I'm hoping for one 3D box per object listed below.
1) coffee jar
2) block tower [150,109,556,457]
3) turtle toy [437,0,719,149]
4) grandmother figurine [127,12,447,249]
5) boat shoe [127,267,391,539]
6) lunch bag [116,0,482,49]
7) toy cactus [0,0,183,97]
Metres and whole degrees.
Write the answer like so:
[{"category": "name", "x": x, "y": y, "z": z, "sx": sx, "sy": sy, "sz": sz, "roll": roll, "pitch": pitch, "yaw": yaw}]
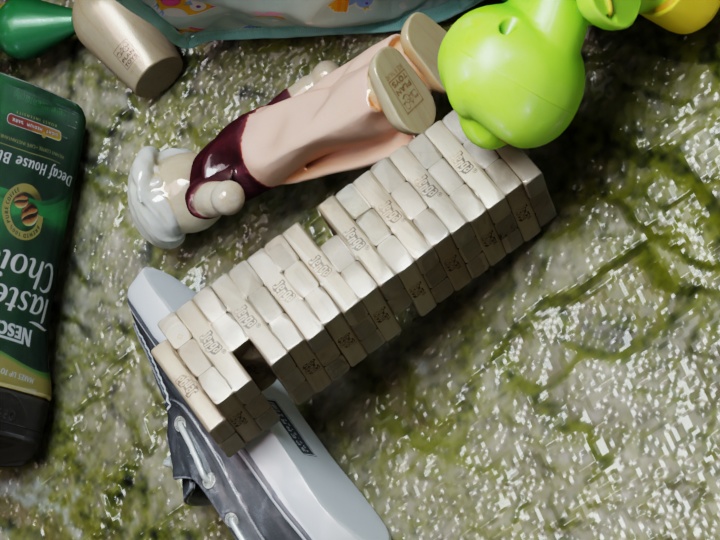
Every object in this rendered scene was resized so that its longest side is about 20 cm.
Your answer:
[{"category": "coffee jar", "x": -0.206, "y": 0.001, "z": 1.232, "sx": 0.085, "sy": 0.104, "sz": 0.202, "roll": -2, "pitch": 77, "yaw": 37}, {"category": "block tower", "x": 0.000, "y": 0.000, "z": 1.076, "sx": 0.200, "sy": 0.054, "sz": 0.058, "roll": -38, "pitch": 63, "yaw": -4}, {"category": "turtle toy", "x": 0.084, "y": -0.151, "z": 1.042, "sx": 0.101, "sy": 0.145, "sz": 0.202, "roll": -14, "pitch": 61, "yaw": 45}, {"category": "grandmother figurine", "x": -0.044, "y": -0.058, "z": 1.149, "sx": 0.199, "sy": 0.121, "sz": 0.061, "roll": -23, "pitch": 100, "yaw": 40}, {"category": "boat shoe", "x": -0.064, "y": 0.084, "z": 1.135, "sx": 0.068, "sy": 0.072, "sz": 0.200, "roll": -46, "pitch": 63, "yaw": 14}, {"category": "lunch bag", "x": -0.021, "y": -0.206, "z": 1.149, "sx": 0.199, "sy": 0.122, "sz": 0.172, "roll": -3, "pitch": 75, "yaw": 29}, {"category": "toy cactus", "x": -0.152, "y": -0.166, "z": 1.257, "sx": 0.200, "sy": 0.102, "sz": 0.165, "roll": -41, "pitch": 67, "yaw": 7}]
